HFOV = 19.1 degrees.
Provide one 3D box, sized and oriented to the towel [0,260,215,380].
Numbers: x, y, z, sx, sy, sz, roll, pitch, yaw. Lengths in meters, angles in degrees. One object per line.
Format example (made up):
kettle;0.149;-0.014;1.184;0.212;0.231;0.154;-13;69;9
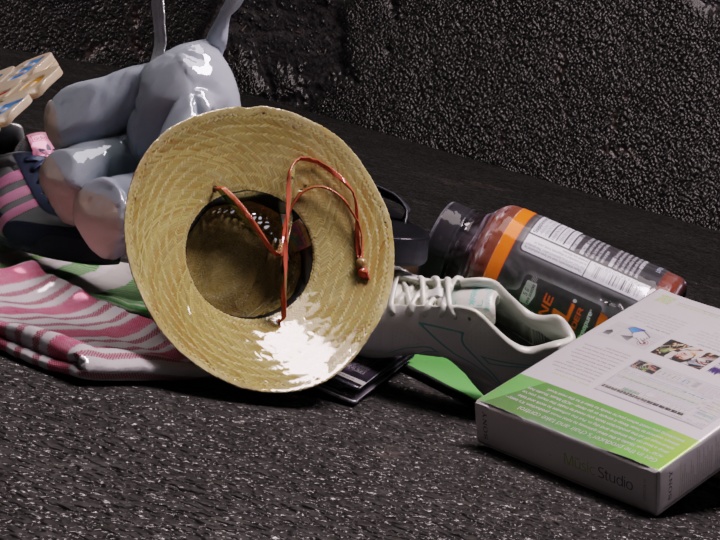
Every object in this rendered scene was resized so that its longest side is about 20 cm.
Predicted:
towel;-0.194;0.031;1.358;0.199;0.030;0.146;19;10;34

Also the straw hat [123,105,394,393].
straw hat;-0.080;-0.004;1.382;0.200;0.202;0.085;9;-21;-31

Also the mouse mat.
mouse mat;0.112;0.086;1.571;0.160;0.008;0.200;8;10;-33

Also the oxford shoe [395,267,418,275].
oxford shoe;0.098;0.005;1.783;0.199;0.085;0.073;15;-3;-32

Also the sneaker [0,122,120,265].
sneaker;-0.235;-0.058;1.572;0.070;0.082;0.200;7;10;-40

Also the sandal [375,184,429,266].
sandal;0.006;-0.042;1.528;0.076;0.043;0.200;1;11;-19

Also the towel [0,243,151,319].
towel;-0.203;0.004;1.561;0.199;0.024;0.153;15;8;8

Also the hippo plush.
hippo plush;-0.123;-0.078;1.516;0.159;0.201;0.161;-1;-24;30

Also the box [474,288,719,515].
box;0.190;0.079;1.365;0.144;0.037;0.200;20;33;40

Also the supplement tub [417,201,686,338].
supplement tub;0.147;0.017;1.677;0.199;0.107;0.107;24;10;14

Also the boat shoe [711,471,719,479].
boat shoe;0.242;0.094;1.501;0.073;0.063;0.200;16;10;0

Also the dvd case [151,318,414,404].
dvd case;-0.048;0.044;1.488;0.148;0.016;0.200;22;10;9

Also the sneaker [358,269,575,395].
sneaker;0.055;0.027;1.449;0.199;0.071;0.080;18;-34;-4

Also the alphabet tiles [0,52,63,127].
alphabet tiles;-0.317;-0.102;1.641;0.195;0.015;0.200;-13;27;43

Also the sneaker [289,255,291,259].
sneaker;0.000;0.000;1.659;0.199;0.100;0.071;9;7;-39
